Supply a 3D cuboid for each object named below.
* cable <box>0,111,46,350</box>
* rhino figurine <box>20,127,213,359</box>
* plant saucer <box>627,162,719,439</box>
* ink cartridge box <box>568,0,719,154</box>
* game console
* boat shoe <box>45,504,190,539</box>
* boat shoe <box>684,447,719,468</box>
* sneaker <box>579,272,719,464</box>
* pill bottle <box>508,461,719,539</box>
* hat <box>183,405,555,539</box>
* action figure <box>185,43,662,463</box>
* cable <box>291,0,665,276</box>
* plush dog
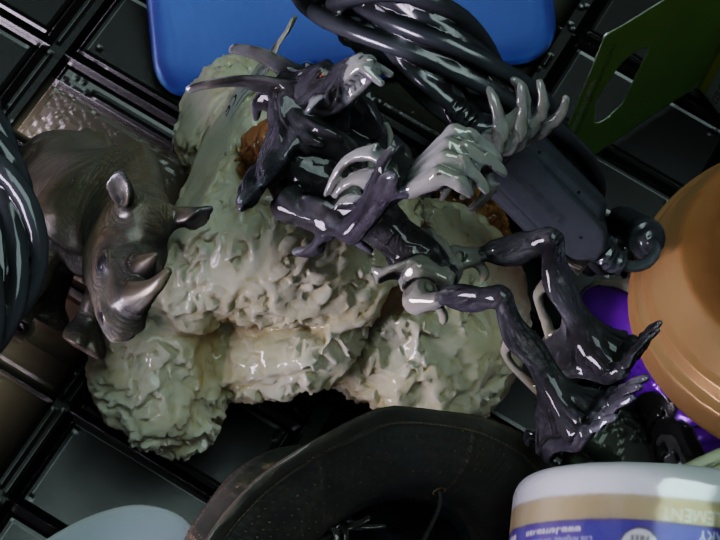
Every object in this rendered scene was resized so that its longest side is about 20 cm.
[{"bbox_3d":[-0.226,-0.007,0.988,0.199,0.051,0.164,-18,76,-7],"label":"cable"},{"bbox_3d":[-0.111,-0.014,1.033,0.060,0.200,0.088,27,88,-22],"label":"rhino figurine"},{"bbox_3d":[0.213,0.003,1.058,0.198,0.038,0.201,-2,43,2],"label":"plant saucer"},{"bbox_3d":[0.192,-0.091,1.140,0.199,0.148,0.076,-31,73,-20],"label":"ink cartridge box"},{"bbox_3d":[-0.017,-0.184,1.225,0.198,0.119,0.171,-6,34,-12],"label":"game console"},{"bbox_3d":[-0.128,0.187,0.996,0.074,0.086,0.202,22,55,22],"label":"boat shoe"},{"bbox_3d":[0.120,0.146,1.034,0.200,0.068,0.075,-42,73,-6],"label":"boat shoe"},{"bbox_3d":[0.156,0.088,1.093,0.200,0.070,0.100,40,80,17],"label":"sneaker"},{"bbox_3d":[0.108,0.180,0.926,0.119,0.120,0.202,6,75,-5],"label":"pill bottle"},{"bbox_3d":[-0.016,0.124,0.987,0.200,0.202,0.081,-34,41,-22],"label":"hat"},{"bbox_3d":[0.032,-0.028,0.947,0.200,0.102,0.119,44,34,-3],"label":"action figure"},{"bbox_3d":[0.048,-0.075,1.074,0.200,0.163,0.051,42,96,-12],"label":"cable"},{"bbox_3d":[0.000,0.000,1.082,0.171,0.160,0.201,29,61,-20],"label":"plush dog"}]
